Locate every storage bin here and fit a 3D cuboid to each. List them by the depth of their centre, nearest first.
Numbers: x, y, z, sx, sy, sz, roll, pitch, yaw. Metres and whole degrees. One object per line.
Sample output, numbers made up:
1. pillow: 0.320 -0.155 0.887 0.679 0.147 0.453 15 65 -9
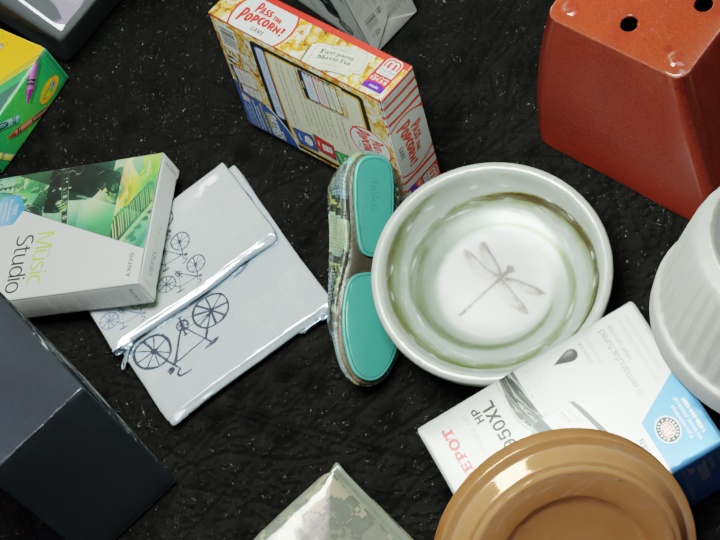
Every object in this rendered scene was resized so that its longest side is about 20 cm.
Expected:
1. storage bin: -0.292 -0.307 1.862 0.134 0.146 0.200 38 79 4

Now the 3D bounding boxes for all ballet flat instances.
1. ballet flat: 0.000 0.000 1.619 0.074 0.074 0.200 1 82 20

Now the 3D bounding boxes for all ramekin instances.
1. ramekin: 0.326 0.015 1.430 0.200 0.105 0.200 4 52 -5

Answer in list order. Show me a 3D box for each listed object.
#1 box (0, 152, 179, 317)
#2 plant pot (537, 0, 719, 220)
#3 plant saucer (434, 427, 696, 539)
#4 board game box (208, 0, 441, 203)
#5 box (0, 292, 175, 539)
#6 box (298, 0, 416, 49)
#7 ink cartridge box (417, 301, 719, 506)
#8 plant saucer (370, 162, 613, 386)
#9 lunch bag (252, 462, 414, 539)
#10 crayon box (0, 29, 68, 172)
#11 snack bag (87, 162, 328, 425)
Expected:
1. box: -0.270 -0.028 1.735 0.200 0.036 0.144 -7 55 20
2. plant pot: 0.262 -0.186 1.562 0.200 0.176 0.200 32 77 30
3. plant saucer: 0.152 0.214 1.389 0.200 0.200 0.032 -35 18 -1
4. board game box: -0.030 -0.152 1.661 0.200 0.152 0.046 30 66 29
5. box: -0.275 0.118 1.578 0.104 0.200 0.182 -43 58 -6
6. box: -0.049 -0.297 1.769 0.200 0.117 0.060 37 80 32
7. ink cartridge box: 0.167 0.142 1.474 0.200 0.084 0.145 -31 58 2
8. plant saucer: 0.110 0.009 1.577 0.200 0.050 0.200 -4 65 8
9. lunch bag: -0.009 0.272 1.445 0.164 0.118 0.200 -43 85 -8
10. crayon box: -0.400 -0.188 1.869 0.200 0.058 0.119 24 73 29
11. snack bag: -0.144 0.021 1.688 0.188 0.021 0.200 -36 57 -2
